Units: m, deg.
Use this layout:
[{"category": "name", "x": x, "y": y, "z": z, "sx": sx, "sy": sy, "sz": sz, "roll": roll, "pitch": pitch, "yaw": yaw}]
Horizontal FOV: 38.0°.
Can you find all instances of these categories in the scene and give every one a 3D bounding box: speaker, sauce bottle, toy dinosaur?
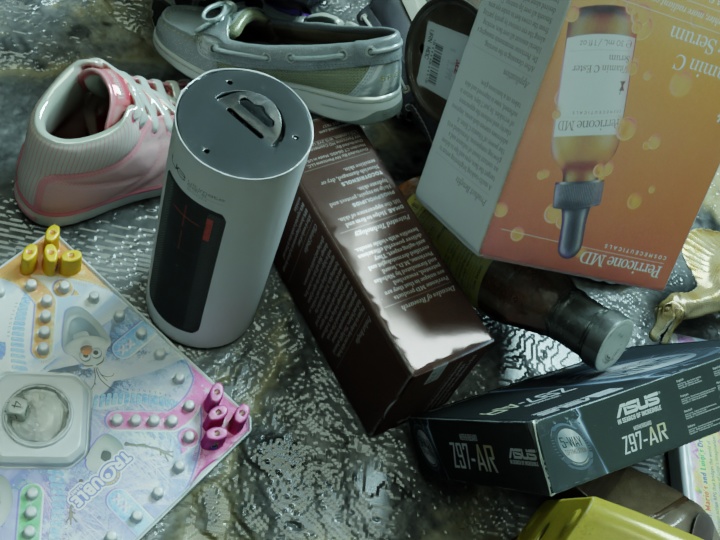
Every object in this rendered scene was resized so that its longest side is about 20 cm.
[{"category": "speaker", "x": -0.087, "y": -0.032, "z": 0.654, "sx": 0.081, "sy": 0.200, "sz": 0.082, "roll": 8, "pitch": 57, "yaw": -12}, {"category": "sauce bottle", "x": 0.099, "y": 0.002, "z": 0.736, "sx": 0.066, "sy": 0.066, "sz": 0.200, "roll": -28, "pitch": 49, "yaw": -30}, {"category": "toy dinosaur", "x": 0.299, "y": -0.001, "z": 0.827, "sx": 0.101, "sy": 0.058, "sz": 0.200, "roll": 41, "pitch": 51, "yaw": 4}]

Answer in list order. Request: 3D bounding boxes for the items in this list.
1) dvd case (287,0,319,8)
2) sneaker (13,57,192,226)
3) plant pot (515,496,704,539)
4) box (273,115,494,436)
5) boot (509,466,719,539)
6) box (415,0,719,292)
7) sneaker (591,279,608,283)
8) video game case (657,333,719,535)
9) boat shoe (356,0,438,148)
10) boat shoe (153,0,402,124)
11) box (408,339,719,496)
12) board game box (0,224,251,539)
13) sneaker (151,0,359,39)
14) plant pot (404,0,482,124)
[{"category": "dvd case", "x": -0.096, "y": -0.243, "z": 0.821, "sx": 0.142, "sy": 0.018, "sz": 0.200, "roll": 19, "pitch": 17, "yaw": -4}, {"category": "sneaker", "x": -0.150, "y": -0.107, "z": 0.741, "sx": 0.200, "sy": 0.105, "sz": 0.075, "roll": -29, "pitch": 70, "yaw": -31}, {"category": "plant pot", "x": 0.139, "y": 0.224, "z": 0.536, "sx": 0.176, "sy": 0.200, "sz": 0.200, "roll": 38, "pitch": 79, "yaw": 7}, {"category": "box", "x": 0.000, "y": 0.000, "z": 0.724, "sx": 0.075, "sy": 0.100, "sz": 0.201, "roll": -18, "pitch": 67, "yaw": -26}, {"category": "boot", "x": 0.153, "y": 0.214, "z": 0.658, "sx": 0.146, "sy": 0.070, "sz": 0.200, "roll": 44, "pitch": 70, "yaw": 4}, {"category": "box", "x": 0.149, "y": -0.106, "z": 0.672, "sx": 0.151, "sy": 0.201, "sz": 0.106, "roll": 9, "pitch": 20, "yaw": -25}, {"category": "sneaker", "x": 0.178, "y": -0.043, "z": 0.814, "sx": 0.199, "sy": 0.089, "sz": 0.079, "roll": -1, "pitch": 60, "yaw": -21}, {"category": "video game case", "x": 0.315, "y": 0.153, "z": 0.779, "sx": 0.181, "sy": 0.024, "sz": 0.201, "roll": 11, "pitch": 58, "yaw": -11}, {"category": "boat shoe", "x": 0.047, "y": -0.149, "z": 0.870, "sx": 0.062, "sy": 0.073, "sz": 0.201, "roll": -23, "pitch": 68, "yaw": 18}, {"category": "boat shoe", "x": -0.060, "y": -0.161, "z": 0.743, "sx": 0.201, "sy": 0.065, "sz": 0.074, "roll": 22, "pitch": 38, "yaw": 24}, {"category": "box", "x": 0.154, "y": 0.091, "z": 0.681, "sx": 0.199, "sy": 0.160, "sz": 0.044, "roll": -14, "pitch": 89, "yaw": -24}, {"category": "board game box", "x": -0.201, "y": 0.090, "z": 0.650, "sx": 0.200, "sy": 0.026, "sz": 0.200, "roll": 41, "pitch": 56, "yaw": 10}, {"category": "sneaker", "x": -0.075, "y": -0.183, "z": 0.842, "sx": 0.199, "sy": 0.081, "sz": 0.083, "roll": 23, "pitch": 12, "yaw": 9}, {"category": "plant pot", "x": 0.135, "y": -0.168, "z": 0.796, "sx": 0.199, "sy": 0.187, "sz": 0.187, "roll": -17, "pitch": 65, "yaw": -38}]
